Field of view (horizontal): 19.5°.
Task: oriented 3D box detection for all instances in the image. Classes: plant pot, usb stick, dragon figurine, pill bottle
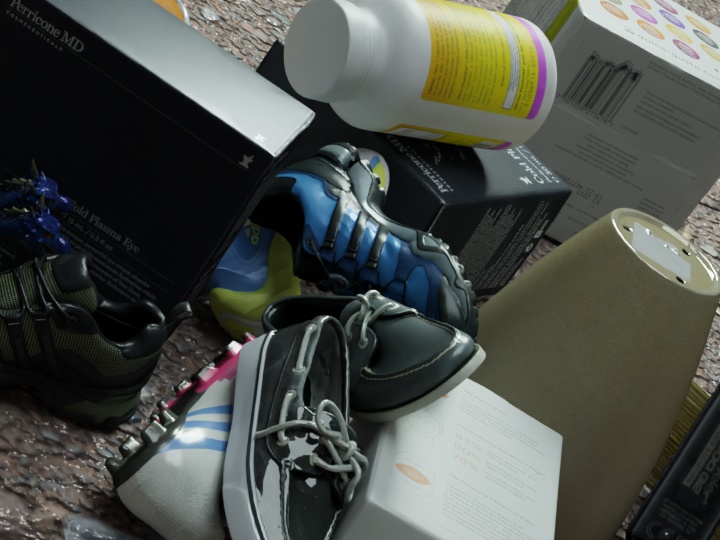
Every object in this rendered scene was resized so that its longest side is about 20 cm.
[{"bbox_3d":[0.159,0.061,1.474,0.187,0.200,0.187,27,26,-15],"label":"plant pot"},{"bbox_3d":[0.260,0.132,1.518,0.055,0.200,0.033,34,-19,5],"label":"usb stick"},{"bbox_3d":[-0.270,-0.049,1.260,0.200,0.099,0.059,29,25,-11],"label":"dragon figurine"},{"bbox_3d":[0.043,-0.149,1.538,0.200,0.104,0.104,6,37,-42],"label":"pill bottle"}]

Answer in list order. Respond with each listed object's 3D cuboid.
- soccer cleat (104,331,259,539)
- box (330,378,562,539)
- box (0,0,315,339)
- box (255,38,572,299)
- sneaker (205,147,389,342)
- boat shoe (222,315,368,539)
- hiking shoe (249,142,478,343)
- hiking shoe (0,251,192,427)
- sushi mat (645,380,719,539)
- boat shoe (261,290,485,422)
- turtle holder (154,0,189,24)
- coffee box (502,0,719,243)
[{"bbox_3d":[-0.086,0.108,1.263,0.086,0.070,0.200,50,27,-4],"label":"soccer cleat"},{"bbox_3d":[0.044,0.153,1.289,0.124,0.098,0.200,31,25,-6],"label":"box"},{"bbox_3d":[-0.165,-0.072,1.335,0.200,0.182,0.104,35,25,-1],"label":"box"},{"bbox_3d":[0.024,-0.077,1.653,0.200,0.124,0.197,45,29,22],"label":"box"},{"bbox_3d":[-0.056,-0.046,1.465,0.105,0.076,0.200,48,45,-15],"label":"sneaker"},{"bbox_3d":[-0.030,0.106,1.207,0.074,0.068,0.199,52,25,-32],"label":"boat shoe"},{"bbox_3d":[0.000,0.000,1.374,0.087,0.074,0.200,-22,48,-25],"label":"hiking shoe"},{"bbox_3d":[-0.201,0.021,1.219,0.200,0.101,0.076,17,29,-34],"label":"hiking shoe"},{"bbox_3d":[0.223,0.113,1.584,0.200,0.096,0.012,43,34,17],"label":"sushi mat"},{"bbox_3d":[0.000,0.047,1.293,0.200,0.073,0.062,0,-54,59],"label":"boat shoe"},{"bbox_3d":[-0.213,-0.177,1.549,0.132,0.185,0.141,11,65,-40],"label":"turtle holder"},{"bbox_3d":[0.217,-0.151,1.929,0.200,0.200,0.198,27,25,-17],"label":"coffee box"}]
